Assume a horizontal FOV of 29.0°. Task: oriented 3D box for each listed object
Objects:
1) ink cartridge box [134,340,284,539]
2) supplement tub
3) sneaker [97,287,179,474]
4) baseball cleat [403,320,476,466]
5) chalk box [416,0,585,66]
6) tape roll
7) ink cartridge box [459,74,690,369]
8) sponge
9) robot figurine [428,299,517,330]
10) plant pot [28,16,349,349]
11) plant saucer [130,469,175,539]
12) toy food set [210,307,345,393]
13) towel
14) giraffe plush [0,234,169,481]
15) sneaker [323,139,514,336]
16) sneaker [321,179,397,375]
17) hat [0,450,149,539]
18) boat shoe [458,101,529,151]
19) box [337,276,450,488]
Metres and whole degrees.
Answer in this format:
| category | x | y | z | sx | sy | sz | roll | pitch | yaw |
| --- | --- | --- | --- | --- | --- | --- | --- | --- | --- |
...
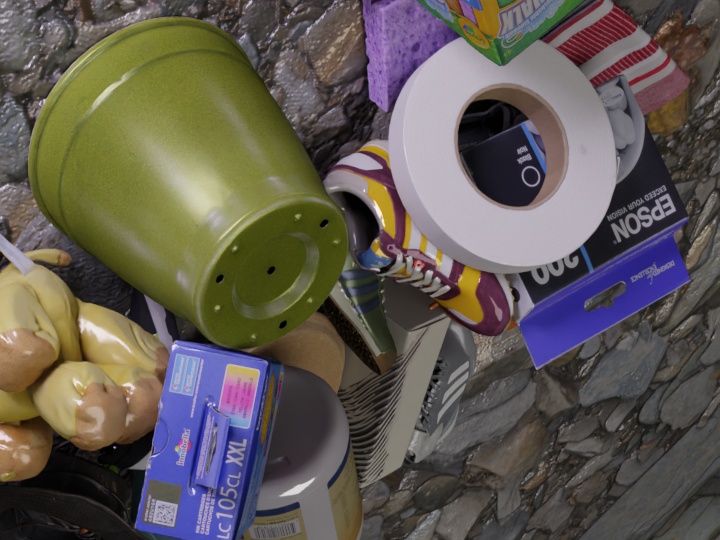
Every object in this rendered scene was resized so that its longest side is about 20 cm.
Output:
| category | x | y | z | sx | sy | sz | roll | pitch | yaw |
| --- | --- | --- | --- | --- | --- | --- | --- | --- | --- |
| ink cartridge box | -0.110 | 0.126 | 1.035 | 0.200 | 0.075 | 0.138 | 58 | 43 | -85 |
| supplement tub | -0.072 | 0.197 | 1.245 | 0.143 | 0.144 | 0.201 | -30 | 141 | -20 |
| sneaker | -0.194 | 0.093 | 1.171 | 0.082 | 0.072 | 0.202 | -4 | 119 | -14 |
| baseball cleat | 0.072 | 0.129 | 1.446 | 0.107 | 0.069 | 0.202 | -51 | 152 | -40 |
| chalk box | 0.102 | -0.249 | 1.036 | 0.125 | 0.124 | 0.200 | -40 | 143 | -6 |
| tape roll | 0.121 | -0.099 | 1.163 | 0.201 | 0.205 | 0.037 | -26 | 180 | -24 |
| ink cartridge box | 0.194 | -0.045 | 1.228 | 0.197 | 0.202 | 0.043 | -27 | -177 | -26 |
| sponge | 0.091 | -0.225 | 1.187 | 0.199 | 0.030 | 0.112 | -31 | 142 | -21 |
| robot figurine | 0.131 | -0.021 | 1.299 | 0.117 | 0.143 | 0.201 | -50 | -175 | 41 |
| plant pot | -0.112 | -0.049 | 1.019 | 0.199 | 0.193 | 0.202 | -25 | 139 | -24 |
| plant saucer | -0.181 | 0.241 | 1.314 | 0.019 | 0.071 | 0.201 | -5 | 150 | 8 |
| toy food set | -0.096 | 0.114 | 1.305 | 0.196 | 0.049 | 0.202 | -9 | 129 | -39 |
| towel | 0.214 | -0.177 | 1.313 | 0.143 | 0.023 | 0.199 | -34 | 147 | 22 |
| giraffe plush | -0.260 | 0.088 | 1.028 | 0.163 | 0.200 | 0.172 | -49 | 167 | 15 |
| sneaker | 0.042 | -0.011 | 1.174 | 0.090 | 0.200 | 0.075 | -40 | 177 | -40 |
| sneaker | 0.000 | 0.000 | 1.250 | 0.090 | 0.067 | 0.201 | -43 | 125 | -14 |
| hat | -0.253 | 0.206 | 1.203 | 0.202 | 0.198 | 0.082 | 90 | 10 | -53 |
| boat shoe | 0.130 | -0.121 | 1.272 | 0.197 | 0.072 | 0.069 | -9 | 135 | -11 |
| box | 0.019 | 0.110 | 1.379 | 0.068 | 0.082 | 0.202 | -21 | 136 | -43 |
